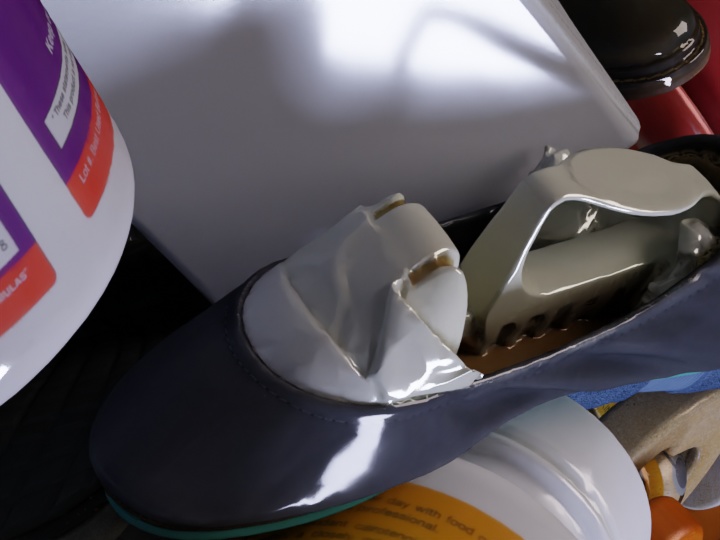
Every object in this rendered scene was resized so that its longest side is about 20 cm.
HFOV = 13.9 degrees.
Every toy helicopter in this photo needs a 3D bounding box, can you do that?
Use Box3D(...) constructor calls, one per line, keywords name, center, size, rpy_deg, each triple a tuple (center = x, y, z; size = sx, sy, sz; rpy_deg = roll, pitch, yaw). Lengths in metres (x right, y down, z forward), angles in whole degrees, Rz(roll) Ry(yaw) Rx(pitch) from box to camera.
Box3D(name="toy helicopter", center=(0.083, 0.095, 1.029), size=(0.079, 0.132, 0.200), rpy_deg=(44, -37, 19))

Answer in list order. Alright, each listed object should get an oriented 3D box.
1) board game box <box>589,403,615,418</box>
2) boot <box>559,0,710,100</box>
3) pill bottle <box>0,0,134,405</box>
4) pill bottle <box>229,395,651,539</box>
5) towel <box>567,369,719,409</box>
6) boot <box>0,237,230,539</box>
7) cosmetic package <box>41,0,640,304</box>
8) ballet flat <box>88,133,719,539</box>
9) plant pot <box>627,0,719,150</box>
Box3D(name="board game box", center=(0.047, -0.017, 1.093), size=(0.165, 0.057, 0.200), rpy_deg=(37, -18, 50))
Box3D(name="boot", center=(0.033, -0.131, 0.976), size=(0.200, 0.075, 0.097), rpy_deg=(33, -32, 36))
Box3D(name="pill bottle", center=(-0.133, -0.062, 0.575), size=(0.113, 0.112, 0.200), rpy_deg=(-88, 155, -52))
Box3D(name="pill bottle", center=(0.002, 0.114, 0.728), size=(0.200, 0.111, 0.111), rpy_deg=(-54, 126, -47))
Box3D(name="towel", center=(0.070, 0.005, 0.923), size=(0.199, 0.111, 0.049), rpy_deg=(-4, 109, -44))
Box3D(name="boot", center=(-0.049, 0.075, 0.804), size=(0.200, 0.067, 0.131), rpy_deg=(-61, 136, -68))
Box3D(name="cosmetic package", center=(-0.050, -0.115, 0.784), size=(0.199, 0.123, 0.200), rpy_deg=(47, 11, -40))
Box3D(name="ballet flat", center=(0.024, 0.006, 0.723), size=(0.073, 0.199, 0.073), rpy_deg=(32, -50, 50))
Box3D(name="plant pot", center=(0.134, -0.098, 1.104), size=(0.200, 0.182, 0.201), rpy_deg=(45, -13, 13))
